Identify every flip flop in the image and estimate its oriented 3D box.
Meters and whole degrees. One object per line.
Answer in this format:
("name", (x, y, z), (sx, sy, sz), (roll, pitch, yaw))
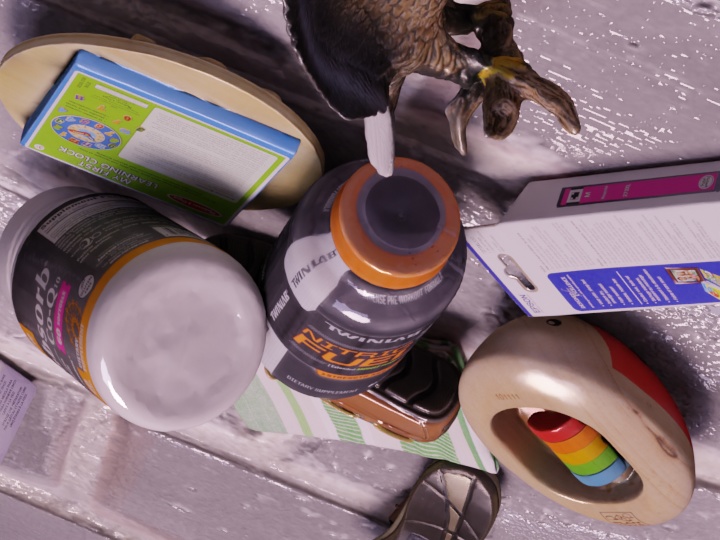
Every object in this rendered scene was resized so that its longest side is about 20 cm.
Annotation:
("flip flop", (0.050, 0.190, 1.827), (0.081, 0.058, 0.200), (27, 135, -2))

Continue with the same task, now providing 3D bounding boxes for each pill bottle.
("pill bottle", (0.000, 0.000, 1.461), (0.106, 0.107, 0.200), (23, 158, -5))
("pill bottle", (-0.147, 0.017, 1.533), (0.116, 0.117, 0.200), (41, 173, -31))

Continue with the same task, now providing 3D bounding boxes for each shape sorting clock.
("shape sorting clock", (-0.117, -0.087, 1.466), (0.198, 0.039, 0.200), (12, 155, 6))

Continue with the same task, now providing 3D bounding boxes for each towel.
("towel", (-0.009, 0.084, 1.715), (0.199, 0.024, 0.153), (7, 148, 23))

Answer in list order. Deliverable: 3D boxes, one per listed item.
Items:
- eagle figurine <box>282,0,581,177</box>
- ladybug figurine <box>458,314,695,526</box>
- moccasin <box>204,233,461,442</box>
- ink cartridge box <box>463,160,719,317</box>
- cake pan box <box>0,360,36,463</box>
("eagle figurine", (0.005, -0.146, 1.226), (0.199, 0.152, 0.151), (26, 163, -31))
("ladybug figurine", (0.143, 0.092, 1.578), (0.135, 0.072, 0.200), (-4, 142, 36))
("moccasin", (-0.027, 0.046, 1.605), (0.200, 0.074, 0.078), (27, 151, -1))
("ink cartridge box", (0.160, -0.016, 1.427), (0.199, 0.037, 0.095), (-7, 141, 36))
("cake pan box", (-0.354, 0.122, 1.819), (0.184, 0.201, 0.052), (39, 151, -25))
